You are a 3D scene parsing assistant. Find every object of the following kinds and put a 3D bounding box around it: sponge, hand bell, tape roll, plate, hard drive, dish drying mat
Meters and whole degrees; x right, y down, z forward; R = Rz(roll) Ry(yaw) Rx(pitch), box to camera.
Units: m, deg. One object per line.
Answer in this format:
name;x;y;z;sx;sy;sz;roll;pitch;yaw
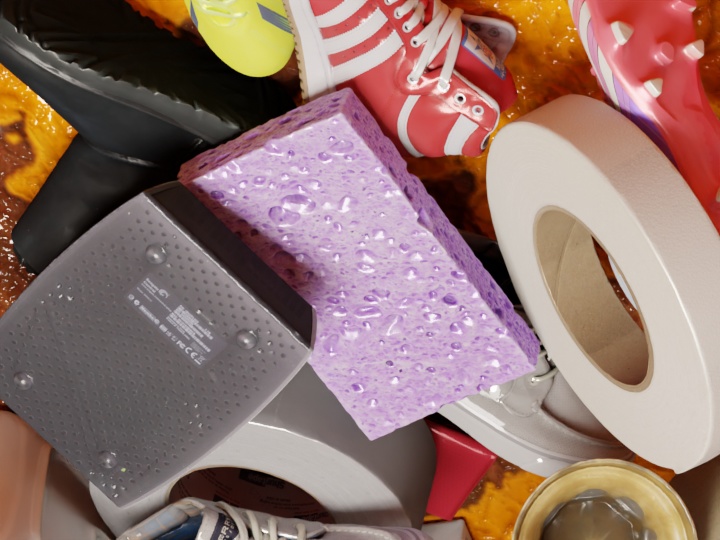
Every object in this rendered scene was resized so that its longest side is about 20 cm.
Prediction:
sponge;0.000;0.000;1.371;0.111;0.030;0.200;-23;122;25
hand bell;0.124;0.157;1.486;0.104;0.200;0.104;0;88;-5
tape roll;-0.058;0.122;1.522;0.200;0.066;0.200;10;143;7
plate;-0.156;0.188;1.529;0.032;0.200;0.200;-35;111;11
hard drive;-0.116;0.039;1.380;0.135;0.042;0.200;43;134;-6
dish drying mat;-0.021;0.092;1.545;0.200;0.018;0.077;22;134;-10
tape roll;0.133;0.008;1.314;0.037;0.203;0.203;-27;131;-18

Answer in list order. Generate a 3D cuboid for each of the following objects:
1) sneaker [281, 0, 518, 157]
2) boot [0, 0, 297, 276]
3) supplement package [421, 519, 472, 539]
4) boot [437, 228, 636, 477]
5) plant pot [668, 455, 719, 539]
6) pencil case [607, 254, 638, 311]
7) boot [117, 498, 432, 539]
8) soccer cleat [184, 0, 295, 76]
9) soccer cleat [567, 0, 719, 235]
sneaker;0.022;-0.134;1.306;0.112;0.071;0.200;3;139;13
boot;-0.154;-0.063;1.395;0.200;0.076;0.168;25;127;-19
supplement package;-0.003;0.270;1.573;0.156;0.200;0.111;-9;129;18
boot;0.088;0.046;1.447;0.200;0.074;0.096;26;133;-13
plant pot;0.239;0.174;1.474;0.134;0.200;0.200;24;142;38
pencil case;0.220;-0.044;1.339;0.091;0.083;0.200;44;125;-5
boot;-0.054;0.170;1.453;0.200;0.074;0.096;-18;135;39
soccer cleat;-0.075;-0.172;1.283;0.065;0.084;0.200;-1;130;11
soccer cleat;0.149;-0.079;1.292;0.200;0.067;0.076;61;146;4
